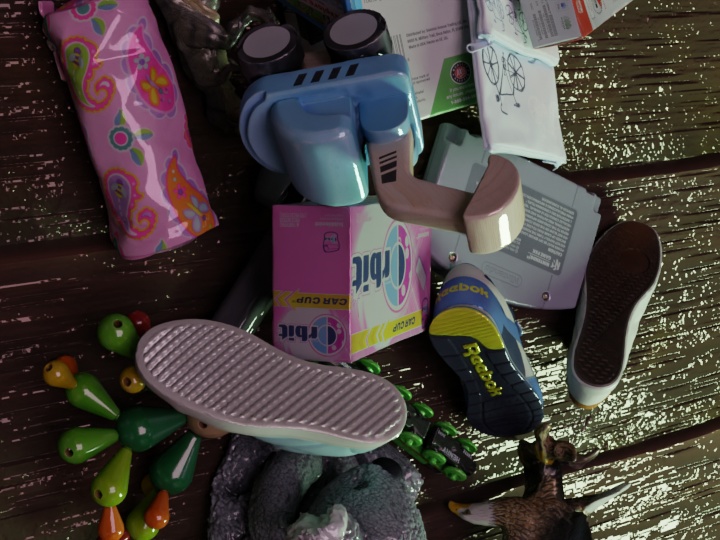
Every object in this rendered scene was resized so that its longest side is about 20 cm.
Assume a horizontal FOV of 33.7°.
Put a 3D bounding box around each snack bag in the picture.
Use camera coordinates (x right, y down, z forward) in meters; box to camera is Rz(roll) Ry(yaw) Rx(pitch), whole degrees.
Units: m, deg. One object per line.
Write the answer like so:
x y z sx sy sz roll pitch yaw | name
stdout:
0.138 -0.193 1.037 0.188 0.021 0.201 -2 86 -61 | snack bag

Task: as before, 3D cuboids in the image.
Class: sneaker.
-0.072 0.097 0.857 0.199 0.082 0.074 20 58 -13 | sneaker
0.118 0.076 1.071 0.082 0.074 0.200 -87 160 -44 | sneaker
0.240 0.044 1.170 0.073 0.085 0.201 21 62 11 | sneaker

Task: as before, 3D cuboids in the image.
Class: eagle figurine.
0.147 0.250 1.085 0.152 0.150 0.201 29 67 -45 | eagle figurine

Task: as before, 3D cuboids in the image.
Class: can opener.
-0.083 -0.020 0.969 0.067 0.053 0.200 31 76 3 | can opener

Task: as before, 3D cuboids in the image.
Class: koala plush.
-0.016 0.208 0.930 0.177 0.200 0.184 35 76 -30 | koala plush

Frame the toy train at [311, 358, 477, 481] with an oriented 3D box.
0.025 0.125 1.034 0.200 0.056 0.042 41 58 -27 | toy train

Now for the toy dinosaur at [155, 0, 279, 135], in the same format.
-0.116 -0.197 0.914 0.088 0.047 0.200 -27 110 7 | toy dinosaur

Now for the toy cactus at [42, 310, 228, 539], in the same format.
-0.149 0.114 0.898 0.164 0.102 0.201 -14 110 -24 | toy cactus

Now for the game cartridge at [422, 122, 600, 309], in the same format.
0.133 -0.039 1.103 0.199 0.040 0.134 22 79 -31 | game cartridge

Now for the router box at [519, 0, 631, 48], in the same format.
0.180 -0.320 1.060 0.179 0.049 0.201 -41 117 -51 | router box

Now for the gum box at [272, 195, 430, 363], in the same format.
0.000 0.000 0.950 0.200 0.066 0.114 -15 106 -68 | gum box

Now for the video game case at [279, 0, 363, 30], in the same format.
-0.060 -0.265 0.847 0.018 0.143 0.200 -40 148 -20 | video game case

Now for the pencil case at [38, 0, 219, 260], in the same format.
-0.171 -0.111 0.880 0.087 0.087 0.201 -24 105 -29 | pencil case

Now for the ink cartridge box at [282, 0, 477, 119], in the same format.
0.015 -0.222 0.982 0.146 0.083 0.201 -19 104 -32 | ink cartridge box

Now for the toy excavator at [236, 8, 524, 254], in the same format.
0.009 -0.083 0.825 0.100 0.193 0.201 73 12 -48 | toy excavator
